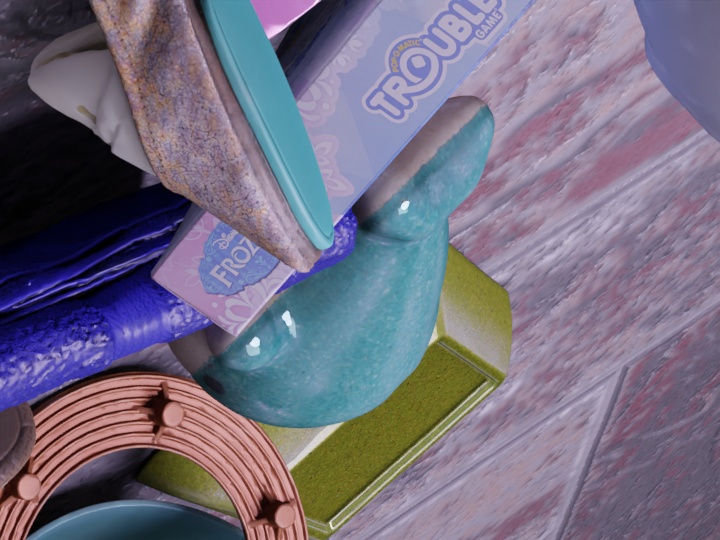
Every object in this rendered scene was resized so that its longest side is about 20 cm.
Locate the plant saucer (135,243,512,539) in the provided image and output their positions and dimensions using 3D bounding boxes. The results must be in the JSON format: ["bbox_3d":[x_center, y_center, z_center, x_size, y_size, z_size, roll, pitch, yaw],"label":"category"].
[{"bbox_3d":[-0.002,0.076,1.441,0.200,0.048,0.200,-43,160,5],"label":"plant saucer"}]

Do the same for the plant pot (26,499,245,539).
[{"bbox_3d":[-0.130,0.235,1.352,0.200,0.201,0.161,-27,172,-32],"label":"plant pot"}]

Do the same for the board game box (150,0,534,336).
[{"bbox_3d":[0.020,-0.101,0.950,0.200,0.043,0.199,-47,-169,39],"label":"board game box"}]

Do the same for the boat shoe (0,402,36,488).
[{"bbox_3d":[-0.227,0.089,1.066,0.199,0.072,0.076,-15,163,-35],"label":"boat shoe"}]

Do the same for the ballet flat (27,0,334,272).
[{"bbox_3d":[-0.069,-0.085,0.757,0.067,0.201,0.068,-18,-164,12],"label":"ballet flat"}]

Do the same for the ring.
[{"bbox_3d":[-0.103,0.148,1.249,0.200,0.201,0.019,-27,-162,-32],"label":"ring"}]

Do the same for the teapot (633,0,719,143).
[{"bbox_3d":[0.165,-0.084,0.873,0.200,0.197,0.146,-66,178,-63],"label":"teapot"}]

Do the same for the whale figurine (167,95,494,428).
[{"bbox_3d":[0.000,0.000,1.141,0.159,0.104,0.200,-44,-175,-37],"label":"whale figurine"}]

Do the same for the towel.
[{"bbox_3d":[-0.116,0.004,1.021,0.200,0.050,0.147,-23,-164,-37],"label":"towel"}]

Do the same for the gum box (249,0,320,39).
[{"bbox_3d":[-0.020,-0.155,0.816,0.200,0.114,0.066,-38,-159,-6],"label":"gum box"}]
